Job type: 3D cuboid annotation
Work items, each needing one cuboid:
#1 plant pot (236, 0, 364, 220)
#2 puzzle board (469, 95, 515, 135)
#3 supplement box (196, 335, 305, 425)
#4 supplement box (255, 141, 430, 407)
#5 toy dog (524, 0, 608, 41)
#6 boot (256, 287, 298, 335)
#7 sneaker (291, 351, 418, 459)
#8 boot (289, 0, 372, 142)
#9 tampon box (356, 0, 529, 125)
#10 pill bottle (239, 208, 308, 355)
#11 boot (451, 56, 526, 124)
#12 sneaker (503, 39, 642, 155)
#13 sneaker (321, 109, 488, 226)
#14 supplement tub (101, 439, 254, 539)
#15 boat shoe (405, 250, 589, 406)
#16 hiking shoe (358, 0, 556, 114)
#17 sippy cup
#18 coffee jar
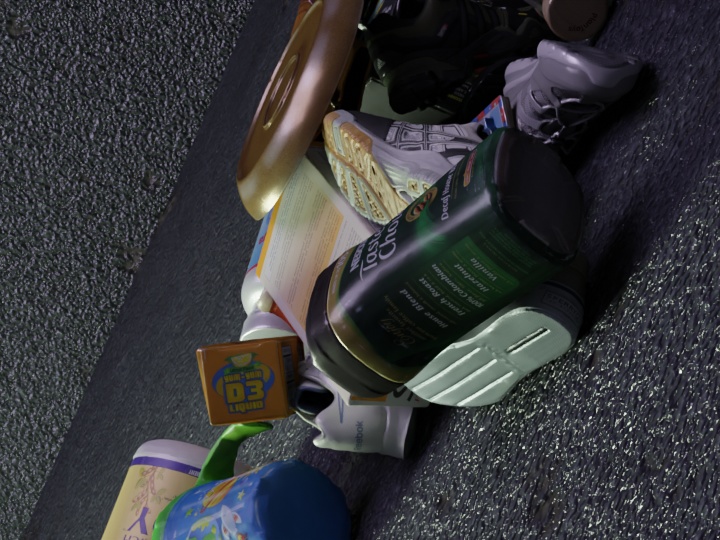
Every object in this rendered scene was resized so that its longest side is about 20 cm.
[{"bbox_3d":[-0.052,-0.136,1.713,0.200,0.027,0.200,-60,14,25],"label":"plant pot"},{"bbox_3d":[0.070,-0.019,1.648,0.200,0.017,0.151,-43,51,54],"label":"puzzle board"},{"bbox_3d":[-0.084,0.088,1.786,0.200,0.066,0.069,31,-128,-84],"label":"supplement box"},{"bbox_3d":[0.000,0.000,1.680,0.200,0.073,0.126,53,132,51],"label":"supplement box"},{"bbox_3d":[0.134,-0.265,1.694,0.096,0.200,0.132,-46,41,10],"label":"toy dog"},{"bbox_3d":[-0.026,-0.007,1.910,0.200,0.107,0.075,-66,0,-58],"label":"boot"},{"bbox_3d":[-0.016,0.081,1.731,0.200,0.087,0.075,-122,35,-63],"label":"sneaker"},{"bbox_3d":[-0.021,-0.202,1.840,0.188,0.068,0.200,-64,14,10],"label":"boot"},{"bbox_3d":[0.066,-0.198,1.919,0.150,0.126,0.200,-41,28,64],"label":"tampon box"},{"bbox_3d":[-0.050,-0.003,2.076,0.109,0.109,0.200,-49,21,52],"label":"pill bottle"},{"bbox_3d":[0.079,-0.085,1.772,0.162,0.073,0.198,-138,67,-73],"label":"boot"},{"bbox_3d":[0.151,-0.116,1.586,0.200,0.075,0.082,158,120,-81],"label":"sneaker"},{"bbox_3d":[0.051,-0.073,1.581,0.200,0.088,0.076,32,143,48],"label":"sneaker"},{"bbox_3d":[-0.165,0.266,1.960,0.200,0.145,0.145,-70,13,-18],"label":"supplement tub"},{"bbox_3d":[0.095,0.041,1.510,0.200,0.072,0.062,-28,28,54],"label":"boat shoe"},{"bbox_3d":[0.082,-0.200,1.765,0.200,0.101,0.076,-25,-7,-43],"label":"hiking shoe"},{"bbox_3d":[-0.079,0.216,1.759,0.140,0.178,0.130,-36,0,-45],"label":"sippy cup"},{"bbox_3d":[0.051,-0.001,1.450,0.200,0.085,0.104,-39,23,33],"label":"coffee jar"}]
